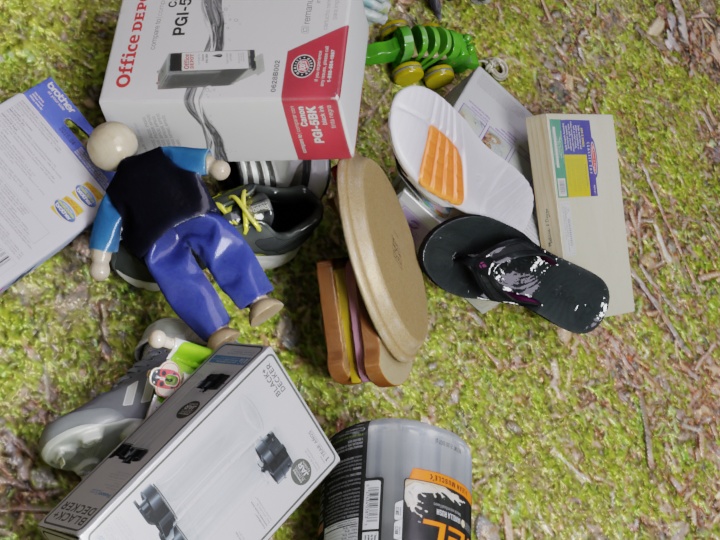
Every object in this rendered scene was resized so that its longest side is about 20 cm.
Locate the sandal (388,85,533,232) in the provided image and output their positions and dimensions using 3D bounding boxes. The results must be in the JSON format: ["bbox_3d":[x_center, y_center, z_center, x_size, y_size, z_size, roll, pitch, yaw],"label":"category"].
[{"bbox_3d":[0.077,-0.088,1.418,0.207,0.059,0.079,37,67,-41],"label":"sandal"}]

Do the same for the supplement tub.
[{"bbox_3d":[0.026,0.227,1.233,0.122,0.122,0.201,20,56,-27],"label":"supplement tub"}]

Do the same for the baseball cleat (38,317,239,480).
[{"bbox_3d":[-0.168,0.094,1.213,0.200,0.070,0.107,-8,55,-41],"label":"baseball cleat"}]

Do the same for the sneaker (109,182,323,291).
[{"bbox_3d":[-0.117,-0.040,1.298,0.200,0.085,0.075,-12,73,-40],"label":"sneaker"}]

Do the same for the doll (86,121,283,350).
[{"bbox_3d":[-0.150,-0.032,1.223,0.136,0.048,0.200,-35,81,0],"label":"doll"}]

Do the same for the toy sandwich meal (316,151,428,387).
[{"bbox_3d":[0.000,0.000,1.330,0.205,0.070,0.206,-16,90,-76],"label":"toy sandwich meal"}]

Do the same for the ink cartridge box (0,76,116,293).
[{"bbox_3d":[-0.277,-0.057,1.221,0.119,0.042,0.200,50,50,-2],"label":"ink cartridge box"}]

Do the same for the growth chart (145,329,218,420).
[{"bbox_3d":[-0.116,0.154,1.181,0.144,0.018,0.201,15,82,-39],"label":"growth chart"}]

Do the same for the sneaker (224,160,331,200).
[{"bbox_3d":[-0.090,-0.156,1.389,0.115,0.076,0.201,10,63,-34],"label":"sneaker"}]

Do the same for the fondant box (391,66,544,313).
[{"bbox_3d":[0.115,-0.079,1.512,0.144,0.058,0.200,41,48,-11],"label":"fondant box"}]

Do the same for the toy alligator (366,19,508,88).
[{"bbox_3d":[0.084,-0.218,1.566,0.200,0.054,0.059,-1,67,-37],"label":"toy alligator"}]

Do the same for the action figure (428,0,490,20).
[{"bbox_3d":[0.119,-0.327,1.622,0.199,0.102,0.119,-13,104,-1],"label":"action figure"}]

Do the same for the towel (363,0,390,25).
[{"bbox_3d":[-0.073,-0.306,1.471,0.200,0.048,0.171,20,31,-27],"label":"towel"}]

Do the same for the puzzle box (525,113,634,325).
[{"bbox_3d":[0.214,-0.052,1.528,0.133,0.025,0.201,-6,89,-53],"label":"puzzle box"}]

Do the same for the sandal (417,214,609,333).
[{"bbox_3d":[0.146,0.003,1.414,0.200,0.048,0.076,18,91,-25],"label":"sandal"}]

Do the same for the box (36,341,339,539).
[{"bbox_3d":[-0.118,0.157,1.128,0.200,0.060,0.117,-47,120,-30],"label":"box"}]

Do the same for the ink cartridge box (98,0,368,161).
[{"bbox_3d":[-0.102,-0.171,1.307,0.199,0.083,0.147,-1,57,10],"label":"ink cartridge box"}]
